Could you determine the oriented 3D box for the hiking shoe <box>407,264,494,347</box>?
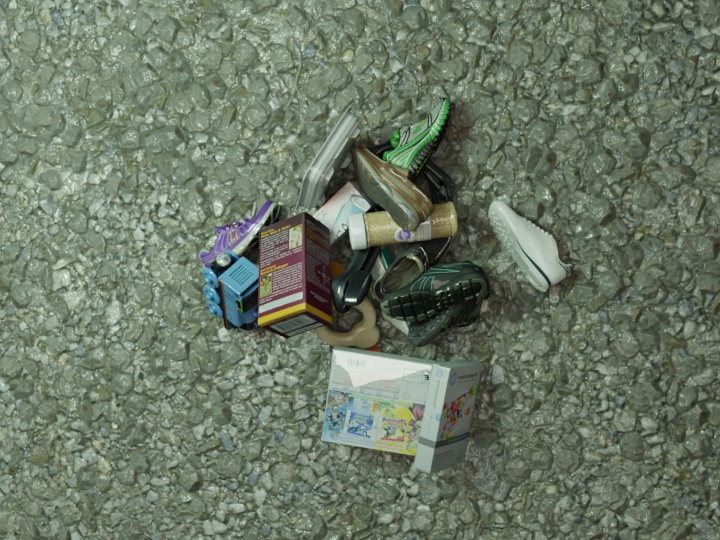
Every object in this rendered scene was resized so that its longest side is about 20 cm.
[{"bbox_3d":[0.181,0.087,1.538,0.200,0.076,0.101,-43,125,-7],"label":"hiking shoe"}]

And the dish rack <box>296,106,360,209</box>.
[{"bbox_3d":[-0.055,-0.199,1.498,0.043,0.200,0.172,32,73,1],"label":"dish rack"}]

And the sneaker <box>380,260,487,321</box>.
[{"bbox_3d":[0.133,0.036,1.487,0.199,0.079,0.076,-15,131,2],"label":"sneaker"}]

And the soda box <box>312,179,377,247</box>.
[{"bbox_3d":[-0.062,-0.087,1.567,0.200,0.064,0.068,-42,87,20],"label":"soda box"}]

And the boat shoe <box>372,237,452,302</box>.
[{"bbox_3d":[0.105,-0.015,1.525,0.200,0.065,0.072,-42,94,-8],"label":"boat shoe"}]

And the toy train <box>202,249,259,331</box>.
[{"bbox_3d":[-0.241,0.048,1.552,0.114,0.200,0.087,37,59,20],"label":"toy train"}]

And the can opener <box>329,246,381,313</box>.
[{"bbox_3d":[0.000,0.000,1.513,0.078,0.200,0.064,8,136,20],"label":"can opener"}]

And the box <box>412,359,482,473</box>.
[{"bbox_3d":[0.169,0.274,1.530,0.041,0.156,0.201,11,93,31],"label":"box"}]

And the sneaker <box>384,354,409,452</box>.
[{"bbox_3d":[0.028,0.251,1.587,0.112,0.071,0.201,16,96,2],"label":"sneaker"}]

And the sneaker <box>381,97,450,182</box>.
[{"bbox_3d":[0.109,-0.261,1.526,0.085,0.078,0.200,29,65,9],"label":"sneaker"}]

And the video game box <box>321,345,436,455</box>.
[{"bbox_3d":[0.035,0.248,1.528,0.199,0.047,0.183,9,97,3],"label":"video game box"}]

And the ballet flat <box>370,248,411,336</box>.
[{"bbox_3d":[0.061,0.055,1.585,0.069,0.069,0.201,-24,85,7],"label":"ballet flat"}]

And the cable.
[{"bbox_3d":[0.078,-0.162,1.581,0.200,0.051,0.163,39,101,0],"label":"cable"}]

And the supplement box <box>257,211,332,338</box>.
[{"bbox_3d":[-0.120,0.008,1.466,0.110,0.086,0.201,-19,58,28],"label":"supplement box"}]

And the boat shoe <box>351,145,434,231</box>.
[{"bbox_3d":[0.058,-0.157,1.463,0.072,0.076,0.200,-32,69,-20],"label":"boat shoe"}]

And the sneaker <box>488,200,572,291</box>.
[{"bbox_3d":[0.324,-0.059,1.548,0.080,0.076,0.200,-36,93,-5],"label":"sneaker"}]

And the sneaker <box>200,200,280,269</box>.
[{"bbox_3d":[-0.245,-0.073,1.603,0.200,0.081,0.083,-42,82,7],"label":"sneaker"}]

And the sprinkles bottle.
[{"bbox_3d":[0.078,-0.084,1.494,0.199,0.068,0.069,-8,91,-2],"label":"sprinkles bottle"}]

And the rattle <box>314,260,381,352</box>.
[{"bbox_3d":[-0.020,0.098,1.610,0.130,0.143,0.200,-45,123,1],"label":"rattle"}]

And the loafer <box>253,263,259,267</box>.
[{"bbox_3d":[-0.158,0.032,1.575,0.063,0.072,0.200,-49,53,-5],"label":"loafer"}]
